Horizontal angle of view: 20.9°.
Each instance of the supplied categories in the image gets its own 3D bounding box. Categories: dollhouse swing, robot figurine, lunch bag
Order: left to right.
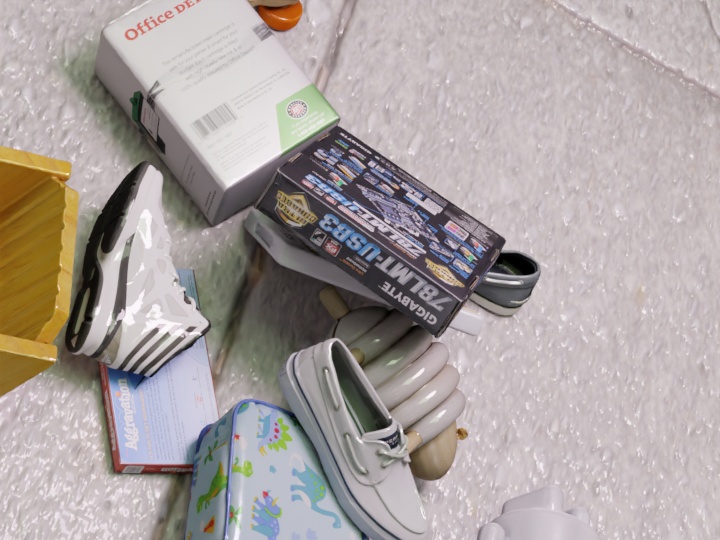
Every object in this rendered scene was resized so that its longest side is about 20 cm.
[{"bbox_3d":[-0.358,-0.012,1.605,0.175,0.181,0.201,30,46,-36],"label":"dollhouse swing"},{"bbox_3d":[-0.067,0.222,1.649,0.160,0.082,0.201,24,48,-27],"label":"lunch bag"},{"bbox_3d":[0.155,0.291,1.719,0.169,0.113,0.201,37,44,-28],"label":"robot figurine"}]

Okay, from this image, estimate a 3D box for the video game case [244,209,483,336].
[{"bbox_3d":[0.000,0.000,1.812,0.199,0.023,0.182,21,6,-17],"label":"video game case"}]

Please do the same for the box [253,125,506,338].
[{"bbox_3d":[0.022,-0.040,1.750,0.199,0.050,0.199,34,23,3],"label":"box"}]

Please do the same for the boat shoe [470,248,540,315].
[{"bbox_3d":[0.088,-0.027,1.934,0.199,0.062,0.073,28,49,-10],"label":"boat shoe"}]

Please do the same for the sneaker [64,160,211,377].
[{"bbox_3d":[-0.184,0.007,1.733,0.115,0.076,0.202,27,56,-23],"label":"sneaker"}]

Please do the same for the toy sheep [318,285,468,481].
[{"bbox_3d":[0.022,0.101,1.763,0.138,0.137,0.201,-37,99,-41],"label":"toy sheep"}]

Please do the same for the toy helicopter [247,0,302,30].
[{"bbox_3d":[-0.142,-0.323,1.999,0.198,0.079,0.133,-2,59,-27],"label":"toy helicopter"}]

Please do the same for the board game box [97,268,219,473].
[{"bbox_3d":[-0.182,0.086,1.729,0.102,0.019,0.201,5,56,-29],"label":"board game box"}]

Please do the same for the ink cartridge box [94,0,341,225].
[{"bbox_3d":[-0.139,-0.169,1.867,0.146,0.084,0.200,-33,78,-25],"label":"ink cartridge box"}]

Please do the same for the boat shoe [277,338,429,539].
[{"bbox_3d":[0.005,0.151,1.660,0.201,0.067,0.074,54,37,-5],"label":"boat shoe"}]
